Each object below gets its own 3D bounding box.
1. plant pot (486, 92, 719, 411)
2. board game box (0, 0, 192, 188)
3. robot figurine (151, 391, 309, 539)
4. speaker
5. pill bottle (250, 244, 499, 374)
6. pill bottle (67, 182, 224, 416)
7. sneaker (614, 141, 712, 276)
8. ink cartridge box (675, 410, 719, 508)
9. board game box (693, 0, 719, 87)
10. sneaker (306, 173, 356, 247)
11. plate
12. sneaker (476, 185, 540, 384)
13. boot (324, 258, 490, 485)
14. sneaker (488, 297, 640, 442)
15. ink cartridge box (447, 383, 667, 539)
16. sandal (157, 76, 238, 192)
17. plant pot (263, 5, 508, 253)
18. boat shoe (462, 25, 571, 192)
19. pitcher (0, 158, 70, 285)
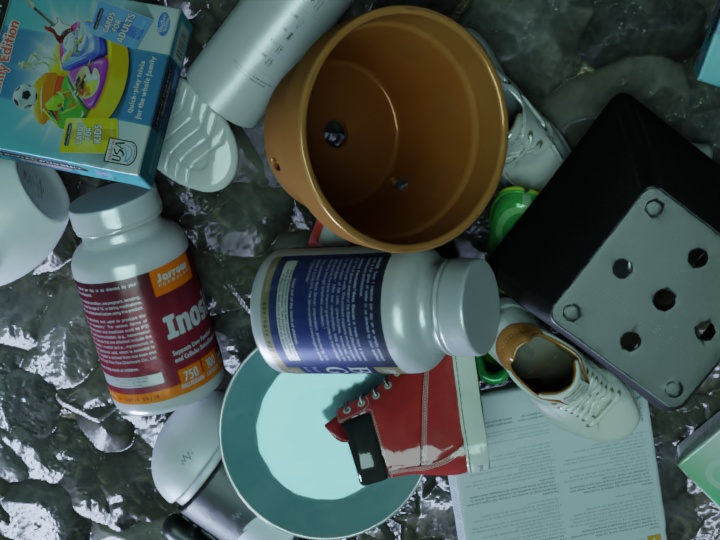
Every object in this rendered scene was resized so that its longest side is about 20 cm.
[{"bbox_3d":[0.239,0.000,1.396,0.199,0.178,0.200,36,103,-6],"label":"plant pot"},{"bbox_3d":[-0.264,-0.168,1.485,0.198,0.047,0.152,11,80,11],"label":"board game box"},{"bbox_3d":[-0.107,0.204,1.627,0.199,0.151,0.125,36,141,-8],"label":"robot figurine"},{"bbox_3d":[-0.066,-0.222,1.478,0.081,0.081,0.200,37,111,-8],"label":"speaker"},{"bbox_3d":[0.014,0.033,1.453,0.198,0.111,0.112,-2,112,28],"label":"pill bottle"},{"bbox_3d":[-0.203,0.024,1.573,0.112,0.113,0.202,-11,110,11],"label":"pill bottle"},{"bbox_3d":[0.237,-0.038,1.522,0.099,0.078,0.201,24,103,5],"label":"sneaker"},{"bbox_3d":[0.422,0.167,1.584,0.161,0.050,0.200,43,112,-10],"label":"ink cartridge box"},{"bbox_3d":[0.405,-0.208,1.441,0.198,0.047,0.152,17,112,0],"label":"board game box"},{"bbox_3d":[0.000,0.000,1.564,0.107,0.067,0.203,16,116,0],"label":"sneaker"},{"bbox_3d":[-0.032,0.147,1.559,0.198,0.026,0.202,0,91,-3],"label":"plate"},{"bbox_3d":[0.142,0.018,1.530,0.073,0.084,0.202,9,122,6],"label":"sneaker"},{"bbox_3d":[0.034,0.089,1.515,0.143,0.073,0.202,-7,69,4],"label":"boot"},{"bbox_3d":[0.183,0.107,1.487,0.199,0.085,0.073,35,100,-29],"label":"sneaker"},{"bbox_3d":[0.181,0.201,1.572,0.194,0.043,0.202,-9,93,-11],"label":"ink cartridge box"},{"bbox_3d":[-0.186,-0.153,1.539,0.202,0.050,0.083,40,108,7],"label":"sandal"},{"bbox_3d":[0.007,-0.118,1.433,0.198,0.140,0.202,-2,94,-28],"label":"plant pot"},{"bbox_3d":[0.128,-0.123,1.497,0.071,0.069,0.200,-37,104,15],"label":"boat shoe"},{"bbox_3d":[-0.365,-0.012,1.554,0.199,0.173,0.121,-29,141,18],"label":"pitcher"}]
